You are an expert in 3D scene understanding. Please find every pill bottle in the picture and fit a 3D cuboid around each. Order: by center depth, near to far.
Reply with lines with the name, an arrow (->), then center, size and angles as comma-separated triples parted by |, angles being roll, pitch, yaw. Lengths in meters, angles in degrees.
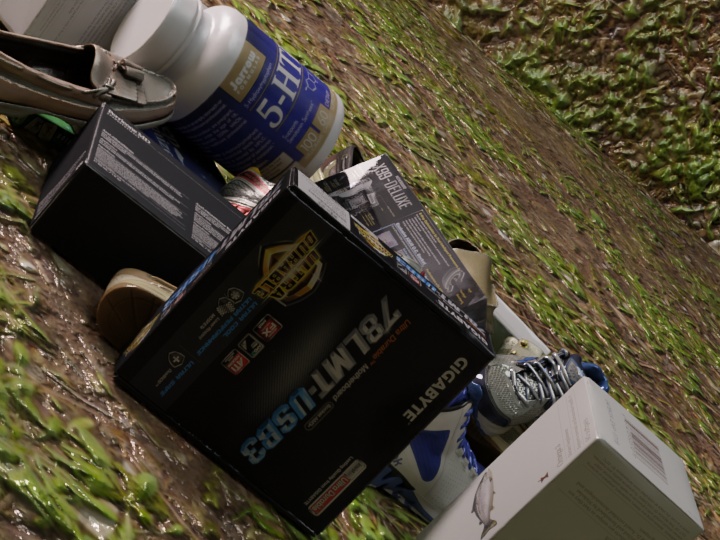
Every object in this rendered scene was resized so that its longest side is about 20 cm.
pill bottle -> -0.122, -0.166, 1.609 | 0.200, 0.120, 0.120 | 37, 17, -30

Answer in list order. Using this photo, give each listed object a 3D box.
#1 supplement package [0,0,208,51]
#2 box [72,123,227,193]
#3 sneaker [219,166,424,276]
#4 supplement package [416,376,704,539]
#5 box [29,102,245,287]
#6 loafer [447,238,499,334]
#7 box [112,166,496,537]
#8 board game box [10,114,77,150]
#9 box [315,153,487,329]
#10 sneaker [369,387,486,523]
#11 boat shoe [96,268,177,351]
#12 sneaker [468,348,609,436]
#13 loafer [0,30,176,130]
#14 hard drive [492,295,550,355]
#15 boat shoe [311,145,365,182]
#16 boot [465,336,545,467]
supplement package -> -0.225, -0.230, 1.674 | 0.200, 0.122, 0.120 | 33, 7, -36
box -> -0.180, -0.107, 1.595 | 0.200, 0.032, 0.121 | 29, 22, -46
sneaker -> -0.034, -0.034, 1.553 | 0.199, 0.078, 0.082 | 24, 55, 6
supplement package -> 0.150, 0.205, 1.393 | 0.117, 0.200, 0.117 | 40, 16, -13
box -> -0.158, -0.026, 1.437 | 0.200, 0.079, 0.141 | 39, 20, -17
loafer -> 0.092, 0.014, 1.722 | 0.076, 0.068, 0.200 | 8, 11, -7
box -> -0.040, 0.062, 1.286 | 0.198, 0.200, 0.050 | 41, 16, -13
board game box -> -0.240, -0.126, 1.584 | 0.200, 0.023, 0.105 | 30, 24, -44
box -> 0.000, 0.000, 1.618 | 0.200, 0.157, 0.050 | 56, -18, 34
sneaker -> 0.065, 0.140, 1.500 | 0.199, 0.115, 0.081 | 31, 22, -40
boat shoe -> -0.107, 0.065, 1.348 | 0.200, 0.071, 0.065 | 39, 17, -13
sneaker -> 0.160, 0.100, 1.599 | 0.200, 0.085, 0.078 | 3, 67, -59
loafer -> -0.238, -0.160, 1.475 | 0.199, 0.063, 0.072 | 3, 40, -30
hard drive -> 0.106, 0.039, 1.884 | 0.200, 0.026, 0.132 | 47, -23, 7
boat shoe -> 0.005, -0.051, 1.727 | 0.073, 0.065, 0.200 | 30, 22, -45
boot -> 0.110, 0.105, 1.686 | 0.200, 0.072, 0.155 | 48, 39, -10
